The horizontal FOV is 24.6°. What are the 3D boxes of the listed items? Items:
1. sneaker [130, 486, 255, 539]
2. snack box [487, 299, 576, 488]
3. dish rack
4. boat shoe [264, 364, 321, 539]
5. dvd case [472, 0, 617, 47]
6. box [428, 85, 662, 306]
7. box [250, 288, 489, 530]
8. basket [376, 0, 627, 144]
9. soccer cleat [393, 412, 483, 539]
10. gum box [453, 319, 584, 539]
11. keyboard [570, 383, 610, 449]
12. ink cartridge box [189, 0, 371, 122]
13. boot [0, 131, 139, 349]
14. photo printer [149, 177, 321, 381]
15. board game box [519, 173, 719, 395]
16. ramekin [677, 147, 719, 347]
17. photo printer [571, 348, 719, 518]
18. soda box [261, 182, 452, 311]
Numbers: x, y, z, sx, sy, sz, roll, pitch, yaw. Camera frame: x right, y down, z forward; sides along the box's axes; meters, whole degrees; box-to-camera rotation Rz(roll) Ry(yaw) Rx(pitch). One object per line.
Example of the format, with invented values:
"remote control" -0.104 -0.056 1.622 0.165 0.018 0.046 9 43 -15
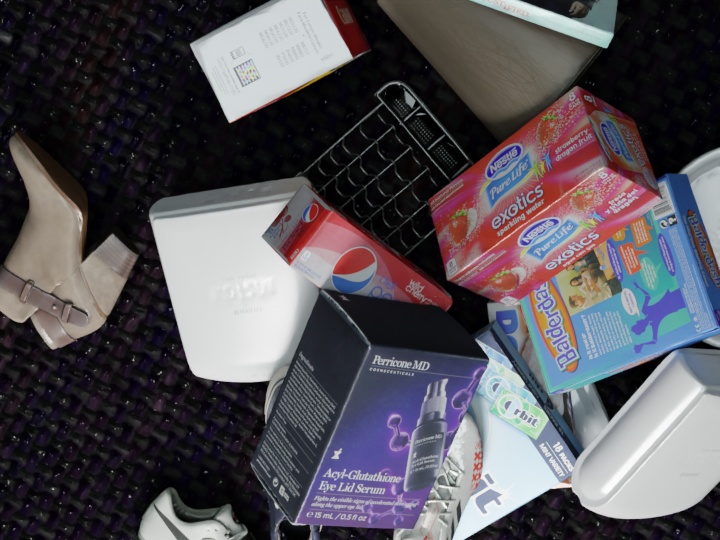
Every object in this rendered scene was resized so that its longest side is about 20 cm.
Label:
"sneaker" -0.138 0.296 1.722 0.199 0.074 0.089 28 102 0
"snack box" 0.178 0.125 1.686 0.071 0.024 0.202 -6 101 14
"dish rack" 0.015 -0.075 1.660 0.200 0.055 0.154 -41 93 10
"boat shoe" -0.061 0.199 1.657 0.074 0.093 0.202 -2 123 2
"dvd case" 0.176 -0.300 1.545 0.145 0.201 0.022 19 137 -4
"box" 0.169 -0.066 1.546 0.095 0.100 0.200 23 132 -40
"box" 0.007 0.134 1.561 0.147 0.104 0.201 7 115 -35
"basket" 0.125 -0.237 1.587 0.200 0.136 0.181 39 122 3
"soccer cleat" 0.072 0.234 1.634 0.068 0.085 0.202 20 109 8
"gum box" 0.102 0.175 1.680 0.199 0.045 0.171 -34 94 21
"keyboard" 0.208 0.112 1.697 0.056 0.011 0.202 -23 96 14
"ink cartridge box" -0.052 -0.222 1.566 0.174 0.200 0.084 -26 97 10
"boot" -0.329 -0.022 1.692 0.146 0.070 0.200 -42 93 12
"photo printer" -0.110 0.017 1.652 0.165 0.070 0.202 -7 113 10
"board game box" 0.244 0.015 1.572 0.199 0.045 0.154 -25 77 37
"ramekin" 0.376 -0.028 1.613 0.198 0.098 0.203 1 99 5
"photo printer" 0.307 0.166 1.607 0.201 0.165 0.070 -53 50 29
"soda box" 0.000 0.000 1.584 0.070 0.063 0.200 -51 131 4
